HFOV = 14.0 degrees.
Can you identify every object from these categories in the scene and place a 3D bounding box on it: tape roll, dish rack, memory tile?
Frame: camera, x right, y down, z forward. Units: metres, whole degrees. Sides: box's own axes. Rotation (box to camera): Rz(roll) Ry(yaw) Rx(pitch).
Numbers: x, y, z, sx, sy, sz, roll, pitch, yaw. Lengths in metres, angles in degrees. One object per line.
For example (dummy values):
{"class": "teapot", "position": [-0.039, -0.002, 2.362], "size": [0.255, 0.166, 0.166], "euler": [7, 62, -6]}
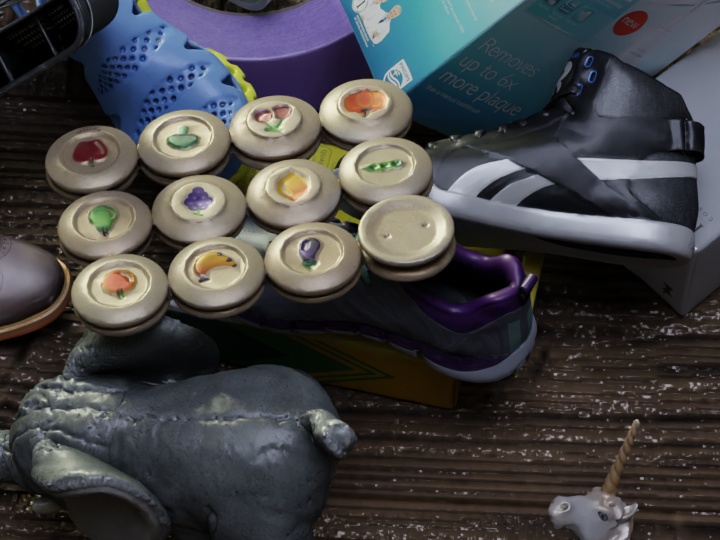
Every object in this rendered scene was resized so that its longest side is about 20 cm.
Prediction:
{"class": "tape roll", "position": [-0.067, -0.187, 1.733], "size": [0.199, 0.066, 0.201], "euler": [1, 58, -1]}
{"class": "dish rack", "position": [-0.221, -0.190, 1.574], "size": [0.054, 0.153, 0.201], "euler": [-28, 93, -52]}
{"class": "memory tile", "position": [-0.059, -0.036, 1.517], "size": [0.199, 0.017, 0.154], "euler": [-10, 46, -5]}

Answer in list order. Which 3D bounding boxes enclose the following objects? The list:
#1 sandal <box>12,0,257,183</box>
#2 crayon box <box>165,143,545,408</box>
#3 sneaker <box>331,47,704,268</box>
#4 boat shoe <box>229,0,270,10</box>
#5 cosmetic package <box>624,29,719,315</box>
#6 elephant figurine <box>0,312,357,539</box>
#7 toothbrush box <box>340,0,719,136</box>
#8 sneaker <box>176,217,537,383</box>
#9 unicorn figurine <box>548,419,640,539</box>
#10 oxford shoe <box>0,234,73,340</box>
{"class": "sandal", "position": [-0.133, -0.120, 1.615], "size": [0.080, 0.087, 0.200], "euler": [-48, 68, 12]}
{"class": "crayon box", "position": [0.000, 0.000, 1.628], "size": [0.199, 0.051, 0.127], "euler": [12, 59, 6]}
{"class": "sneaker", "position": [0.087, -0.070, 1.587], "size": [0.199, 0.073, 0.113], "euler": [9, 77, -3]}
{"class": "boat shoe", "position": [-0.111, -0.232, 1.670], "size": [0.200, 0.076, 0.060], "euler": [44, 62, -2]}
{"class": "cosmetic package", "position": [0.221, -0.078, 1.674], "size": [0.200, 0.071, 0.101], "euler": [-38, 67, -22]}
{"class": "elephant figurine", "position": [-0.117, 0.092, 1.503], "size": [0.199, 0.156, 0.142], "euler": [15, 23, -7]}
{"class": "toothbrush box", "position": [0.113, -0.158, 1.622], "size": [0.200, 0.146, 0.086], "euler": [-37, 58, 23]}
{"class": "sneaker", "position": [0.000, -0.007, 1.551], "size": [0.199, 0.088, 0.075], "euler": [14, 59, 6]}
{"class": "unicorn figurine", "position": [0.091, 0.191, 1.510], "size": [0.137, 0.074, 0.201], "euler": [-7, 72, -18]}
{"class": "oxford shoe", "position": [-0.257, -0.008, 1.608], "size": [0.199, 0.073, 0.072], "euler": [7, 57, 1]}
